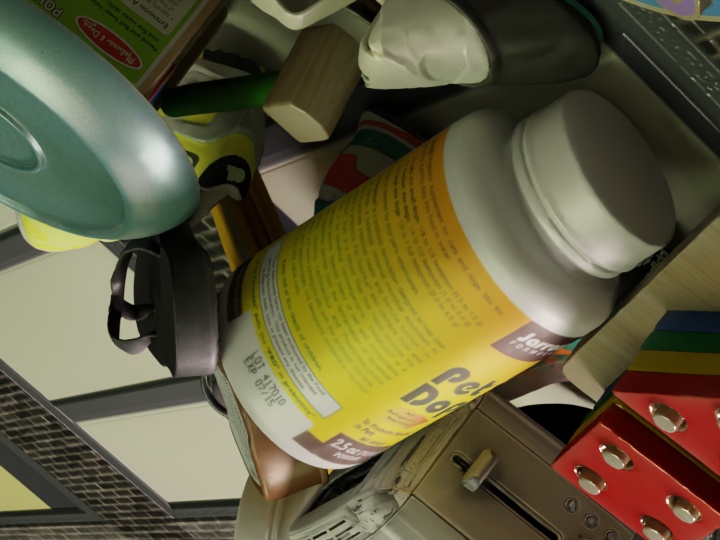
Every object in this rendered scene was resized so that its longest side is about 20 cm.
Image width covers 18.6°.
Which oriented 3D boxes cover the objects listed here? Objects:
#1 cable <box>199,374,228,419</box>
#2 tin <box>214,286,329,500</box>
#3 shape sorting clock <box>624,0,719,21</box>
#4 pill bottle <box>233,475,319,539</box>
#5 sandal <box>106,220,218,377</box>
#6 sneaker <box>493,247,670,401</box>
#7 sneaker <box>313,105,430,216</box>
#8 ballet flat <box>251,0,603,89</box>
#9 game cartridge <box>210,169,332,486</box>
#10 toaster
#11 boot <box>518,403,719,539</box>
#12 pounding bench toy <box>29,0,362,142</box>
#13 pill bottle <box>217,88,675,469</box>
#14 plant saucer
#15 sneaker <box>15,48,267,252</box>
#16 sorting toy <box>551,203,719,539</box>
[{"bbox_3d":[-0.017,0.106,1.456,0.199,0.051,0.163,25,161,17],"label":"cable"},{"bbox_3d":[-0.057,0.061,1.156,0.200,0.042,0.112,173,80,-84],"label":"tin"},{"bbox_3d":[0.080,-0.156,0.779,0.200,0.039,0.200,31,158,14],"label":"shape sorting clock"},{"bbox_3d":[0.027,0.174,1.342,0.199,0.113,0.112,6,152,9],"label":"pill bottle"},{"bbox_3d":[-0.100,0.011,1.058,0.043,0.076,0.200,-4,-179,-9],"label":"sandal"},{"bbox_3d":[0.083,0.013,1.078,0.200,0.071,0.080,-13,125,47],"label":"sneaker"},{"bbox_3d":[0.000,0.000,1.140,0.070,0.094,0.200,30,157,14],"label":"sneaker"},{"bbox_3d":[0.004,-0.117,0.931,0.200,0.068,0.068,30,157,15],"label":"ballet flat"},{"bbox_3d":[-0.040,0.038,1.245,0.200,0.032,0.177,76,171,-62],"label":"game cartridge"},{"bbox_3d":[0.049,0.135,1.103,0.129,0.114,0.200,42,157,-4],"label":"toaster"},{"bbox_3d":[0.134,0.089,1.135,0.210,0.080,0.158,11,156,28],"label":"boot"},{"bbox_3d":[-0.103,-0.111,1.029,0.200,0.124,0.156,37,159,-3],"label":"pounding bench toy"},{"bbox_3d":[0.038,0.002,0.977,0.200,0.109,0.109,-32,114,30],"label":"pill bottle"},{"bbox_3d":[-0.163,-0.073,0.985,0.200,0.027,0.200,29,159,12],"label":"plant saucer"},{"bbox_3d":[-0.125,-0.047,1.165,0.075,0.077,0.200,22,147,-32],"label":"sneaker"},{"bbox_3d":[0.185,0.084,0.921,0.200,0.070,0.199,38,155,2],"label":"sorting toy"}]
